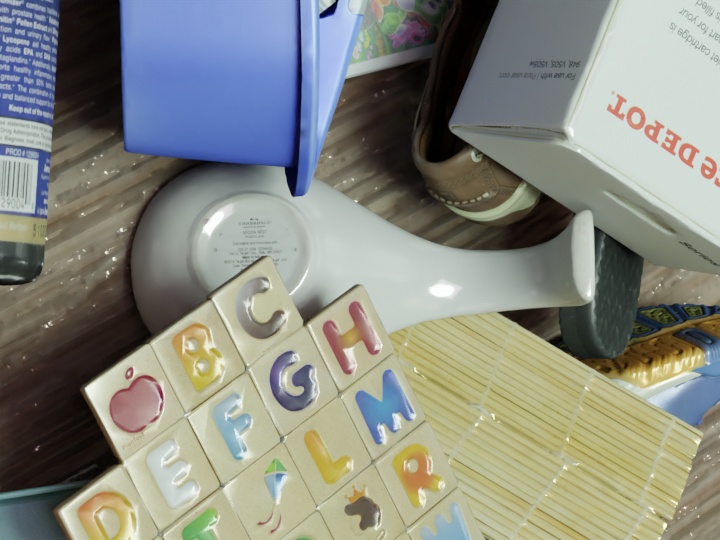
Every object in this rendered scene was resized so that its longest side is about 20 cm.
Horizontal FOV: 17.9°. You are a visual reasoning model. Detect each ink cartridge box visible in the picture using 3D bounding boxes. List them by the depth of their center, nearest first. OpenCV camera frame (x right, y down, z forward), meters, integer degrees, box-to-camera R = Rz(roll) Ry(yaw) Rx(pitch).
[{"bbox_3d":[0.143,-0.114,0.977,0.146,0.083,0.201,31,76,-34],"label":"ink cartridge box"}]

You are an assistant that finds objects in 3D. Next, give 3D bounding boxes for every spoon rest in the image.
[{"bbox_3d":[0.000,0.000,0.992,0.199,0.061,0.100,1,76,1],"label":"spoon rest"}]

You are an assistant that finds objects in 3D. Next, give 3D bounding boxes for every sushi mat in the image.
[{"bbox_3d":[0.049,0.062,1.008,0.200,0.012,0.096,31,64,3],"label":"sushi mat"}]

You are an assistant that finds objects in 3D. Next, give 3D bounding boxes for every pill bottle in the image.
[{"bbox_3d":[-0.172,-0.097,0.887,0.111,0.112,0.201,4,89,-29],"label":"pill bottle"}]

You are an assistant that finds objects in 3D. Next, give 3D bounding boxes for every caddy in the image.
[{"bbox_3d":[-0.047,-0.130,0.926,0.105,0.141,0.201,-1,96,-5],"label":"caddy"}]

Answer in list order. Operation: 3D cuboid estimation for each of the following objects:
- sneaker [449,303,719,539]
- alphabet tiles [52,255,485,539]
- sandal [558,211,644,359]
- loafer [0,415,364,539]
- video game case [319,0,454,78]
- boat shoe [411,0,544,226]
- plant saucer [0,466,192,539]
[{"bbox_3d":[0.109,0.083,1.076,0.199,0.075,0.088,-23,110,-17],"label":"sneaker"},{"bbox_3d":[-0.030,0.105,0.922,0.166,0.006,0.201,-36,109,-29],"label":"alphabet tiles"},{"bbox_3d":[0.109,-0.058,1.057,0.075,0.048,0.201,44,54,-56],"label":"sandal"},{"bbox_3d":[-0.096,0.116,0.961,0.199,0.070,0.075,-20,99,-10],"label":"loafer"},{"bbox_3d":[0.024,-0.170,1.047,0.199,0.018,0.144,-17,98,-28],"label":"video game case"},{"bbox_3d":[0.075,-0.123,1.013,0.075,0.075,0.203,27,76,-54],"label":"boat shoe"},{"bbox_3d":[-0.164,0.125,0.905,0.199,0.019,0.070,-8,95,-2],"label":"plant saucer"}]
